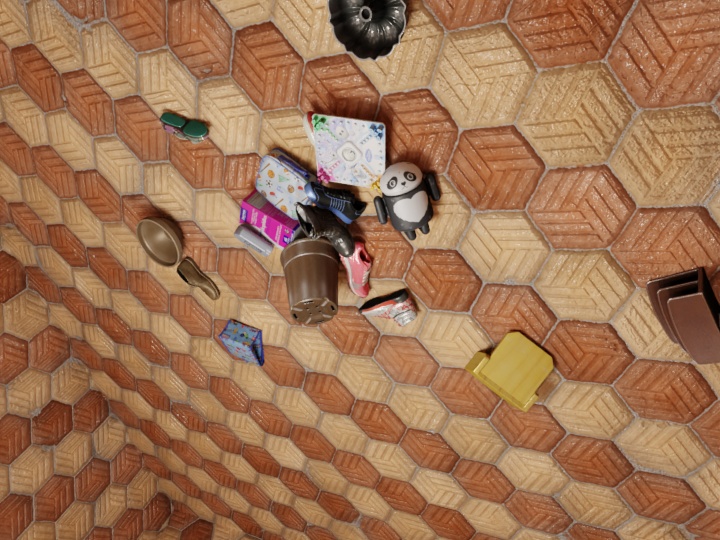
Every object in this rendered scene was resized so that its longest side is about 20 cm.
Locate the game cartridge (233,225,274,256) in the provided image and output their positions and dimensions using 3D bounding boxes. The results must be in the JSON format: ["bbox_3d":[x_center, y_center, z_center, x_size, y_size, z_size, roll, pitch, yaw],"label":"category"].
[{"bbox_3d":[-0.348,-0.095,1.784,0.132,0.042,0.200,38,171,-11],"label":"game cartridge"}]

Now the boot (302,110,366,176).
[{"bbox_3d":[-0.054,-0.361,1.475,0.142,0.073,0.201,-20,120,38],"label":"boot"}]

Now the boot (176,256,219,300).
[{"bbox_3d":[-0.626,0.048,2.114,0.073,0.076,0.201,-30,106,40],"label":"boot"}]

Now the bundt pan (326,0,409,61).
[{"bbox_3d":[0.025,-0.590,1.249,0.197,0.076,0.206,15,130,19],"label":"bundt pan"}]

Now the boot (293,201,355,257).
[{"bbox_3d":[-0.105,-0.109,1.551,0.069,0.174,0.203,-33,90,23],"label":"boot"}]

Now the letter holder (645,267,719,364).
[{"bbox_3d":[0.777,0.118,1.315,0.140,0.101,0.202,-19,112,41],"label":"letter holder"}]

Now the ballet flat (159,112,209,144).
[{"bbox_3d":[-0.540,-0.435,1.717,0.196,0.070,0.072,23,150,20],"label":"ballet flat"}]

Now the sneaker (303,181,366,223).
[{"bbox_3d":[-0.068,-0.207,1.559,0.077,0.072,0.198,-34,138,30],"label":"sneaker"}]

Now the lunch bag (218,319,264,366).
[{"bbox_3d":[-0.469,0.314,2.219,0.147,0.095,0.203,17,139,16],"label":"lunch bag"}]

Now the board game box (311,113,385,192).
[{"bbox_3d":[-0.031,-0.305,1.452,0.194,0.026,0.203,11,137,13],"label":"board game box"}]

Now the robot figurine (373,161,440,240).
[{"bbox_3d":[0.124,-0.184,1.458,0.123,0.150,0.204,6,128,42],"label":"robot figurine"}]

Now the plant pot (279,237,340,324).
[{"bbox_3d":[-0.148,0.043,1.687,0.194,0.203,0.202,-5,147,-3],"label":"plant pot"}]

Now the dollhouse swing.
[{"bbox_3d":[0.457,0.292,1.679,0.198,0.178,0.182,35,175,1],"label":"dollhouse swing"}]

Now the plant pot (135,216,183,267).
[{"bbox_3d":[-0.722,-0.121,2.032,0.196,0.093,0.205,16,131,19],"label":"plant pot"}]

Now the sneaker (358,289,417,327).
[{"bbox_3d":[0.089,0.138,1.760,0.198,0.067,0.109,-20,109,36],"label":"sneaker"}]

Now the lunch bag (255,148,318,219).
[{"bbox_3d":[-0.213,-0.259,1.641,0.198,0.076,0.162,34,131,5],"label":"lunch bag"}]

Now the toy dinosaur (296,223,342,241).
[{"bbox_3d":[-0.109,-0.145,1.672,0.105,0.060,0.203,33,111,8],"label":"toy dinosaur"}]

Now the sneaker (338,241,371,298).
[{"bbox_3d":[0.000,0.000,1.706,0.085,0.074,0.204,-3,121,30],"label":"sneaker"}]

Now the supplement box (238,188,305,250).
[{"bbox_3d":[-0.272,-0.159,1.731,0.197,0.104,0.103,30,135,9],"label":"supplement box"}]
